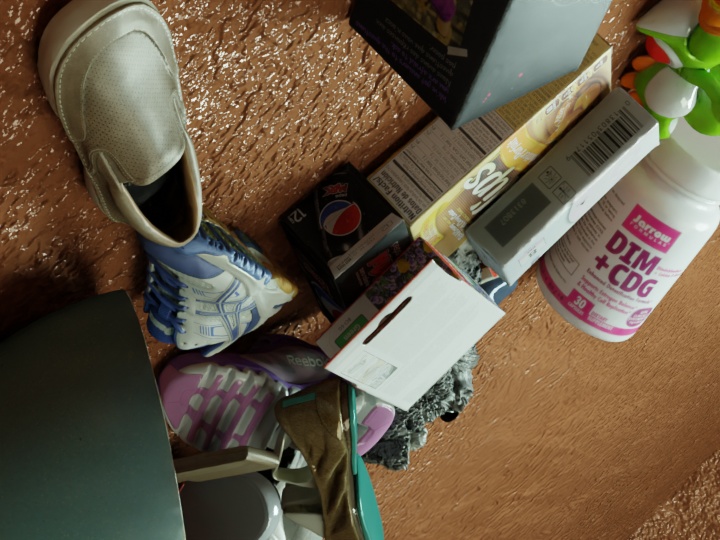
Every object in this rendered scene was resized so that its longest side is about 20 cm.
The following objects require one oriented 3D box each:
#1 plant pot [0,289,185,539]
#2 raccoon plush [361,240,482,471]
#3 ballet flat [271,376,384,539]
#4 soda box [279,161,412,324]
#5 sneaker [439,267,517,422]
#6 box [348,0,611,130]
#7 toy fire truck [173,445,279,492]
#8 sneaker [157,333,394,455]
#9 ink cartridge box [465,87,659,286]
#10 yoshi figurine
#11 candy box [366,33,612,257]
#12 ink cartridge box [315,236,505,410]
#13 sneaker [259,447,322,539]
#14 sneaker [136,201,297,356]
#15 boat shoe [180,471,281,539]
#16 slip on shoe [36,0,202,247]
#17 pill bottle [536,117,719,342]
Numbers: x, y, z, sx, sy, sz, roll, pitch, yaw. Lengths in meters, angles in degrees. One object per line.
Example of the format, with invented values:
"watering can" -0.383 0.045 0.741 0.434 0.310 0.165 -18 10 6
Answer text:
"plant pot" -0.189 0.122 1.082 0.134 0.201 0.201 -10 149 -14
"raccoon plush" 0.030 0.063 1.460 0.134 0.096 0.201 -44 140 -56
"ballet flat" -0.028 0.154 1.344 0.072 0.068 0.201 -5 139 5
"soda box" 0.000 0.000 1.336 0.071 0.063 0.200 -41 159 -7
"sneaker" 0.077 0.081 1.601 0.200 0.085 0.075 -41 159 -8
"box" 0.091 -0.200 1.060 0.122 0.106 0.200 -27 154 -35
"toy fire truck" -0.172 0.178 1.292 0.201 0.128 0.176 -58 156 12
"sneaker" -0.071 0.086 1.358 0.199 0.089 0.081 11 128 -39
"ink cartridge box" 0.166 -0.052 1.434 0.162 0.057 0.200 -44 161 0
"yoshi figurine" 0.292 -0.177 1.480 0.112 0.112 0.200 -40 163 -27
"candy box" 0.099 -0.094 1.346 0.200 0.055 0.116 -42 161 -7
"ink cartridge box" 0.029 0.035 1.297 0.109 0.050 0.200 -45 158 4
"sneaker" -0.059 0.177 1.476 0.079 0.074 0.201 -1 110 -38
"sneaker" -0.104 0.013 1.154 0.088 0.075 0.200 -44 159 2
"boat shoe" -0.109 0.187 1.404 0.091 0.071 0.200 -11 172 -45
"slip on shoe" -0.121 -0.077 0.969 0.076 0.061 0.200 -36 158 -20
"pill bottle" 0.258 -0.042 1.659 0.113 0.113 0.200 -14 144 -53
